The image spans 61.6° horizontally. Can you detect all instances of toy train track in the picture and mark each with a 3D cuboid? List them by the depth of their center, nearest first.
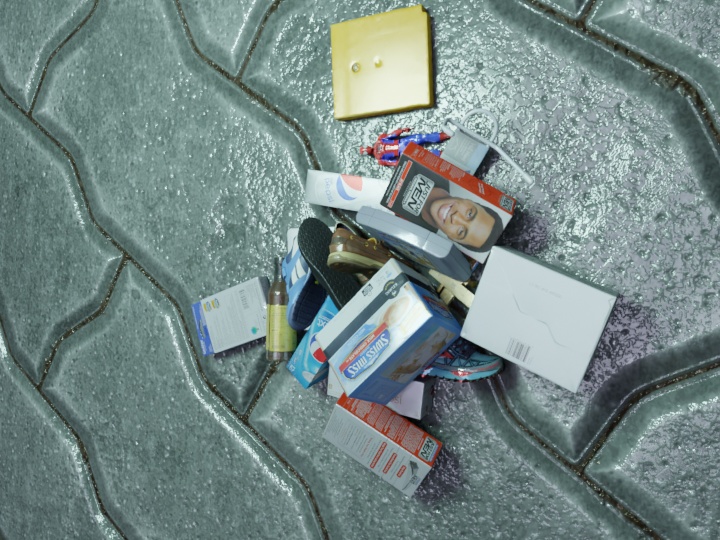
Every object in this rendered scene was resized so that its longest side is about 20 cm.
[{"bbox_3d":[0.193,-0.005,1.056,0.115,0.032,0.202,42,105,37],"label":"toy train track"}]

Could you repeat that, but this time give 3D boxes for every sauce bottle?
[{"bbox_3d":[-0.155,0.076,1.204,0.063,0.064,0.206,3,91,26],"label":"sauce bottle"}]

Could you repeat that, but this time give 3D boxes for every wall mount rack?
[{"bbox_3d":[0.185,-0.155,1.011,0.171,0.075,0.202,29,125,0],"label":"wall mount rack"}]

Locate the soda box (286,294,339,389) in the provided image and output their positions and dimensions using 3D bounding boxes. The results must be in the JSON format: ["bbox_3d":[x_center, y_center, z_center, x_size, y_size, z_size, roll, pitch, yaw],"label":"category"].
[{"bbox_3d":[-0.063,0.130,1.151,0.064,0.067,0.202,43,122,19],"label":"soda box"}]

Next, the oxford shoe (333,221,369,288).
[{"bbox_3d":[0.000,0.000,1.124,0.070,0.074,0.203,-32,79,6],"label":"oxford shoe"}]

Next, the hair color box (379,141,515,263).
[{"bbox_3d":[0.140,-0.110,0.977,0.197,0.062,0.103,29,125,3],"label":"hair color box"}]

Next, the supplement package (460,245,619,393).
[{"bbox_3d":[0.286,0.071,0.968,0.197,0.110,0.159,25,103,24],"label":"supplement package"}]

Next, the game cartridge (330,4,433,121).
[{"bbox_3d":[0.038,-0.380,1.119,0.195,0.032,0.182,-1,92,25],"label":"game cartridge"}]

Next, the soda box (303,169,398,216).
[{"bbox_3d":[-0.006,-0.144,1.130,0.195,0.068,0.065,13,98,26],"label":"soda box"}]

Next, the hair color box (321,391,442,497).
[{"bbox_3d":[0.037,0.306,1.092,0.197,0.064,0.112,33,132,10],"label":"hair color box"}]

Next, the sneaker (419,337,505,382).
[{"bbox_3d":[0.155,0.141,1.057,0.195,0.079,0.099,2,91,27],"label":"sneaker"}]

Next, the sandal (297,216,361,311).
[{"bbox_3d":[-0.061,-0.001,1.094,0.204,0.074,0.048,62,148,13],"label":"sandal"}]

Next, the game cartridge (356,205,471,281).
[{"bbox_3d":[0.087,-0.048,1.035,0.197,0.133,0.042,26,88,35],"label":"game cartridge"}]

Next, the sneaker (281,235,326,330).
[{"bbox_3d":[-0.110,0.016,1.157,0.081,0.074,0.205,-3,66,36],"label":"sneaker"}]

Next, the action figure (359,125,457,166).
[{"bbox_3d":[0.087,-0.223,1.092,0.195,0.051,0.067,1,98,29],"label":"action figure"}]

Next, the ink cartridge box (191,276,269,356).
[{"bbox_3d":[-0.268,0.100,1.292,0.196,0.042,0.122,-20,84,24],"label":"ink cartridge box"}]

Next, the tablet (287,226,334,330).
[{"bbox_3d":[-0.091,0.017,1.212,0.127,0.014,0.206,0,93,27],"label":"tablet"}]

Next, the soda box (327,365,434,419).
[{"bbox_3d":[0.036,0.215,1.129,0.195,0.063,0.070,9,96,27],"label":"soda box"}]

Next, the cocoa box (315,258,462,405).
[{"bbox_3d":[0.049,0.109,1.023,0.200,0.133,0.132,-45,55,14],"label":"cocoa box"}]

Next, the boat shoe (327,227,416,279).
[{"bbox_3d":[0.028,-0.023,1.057,0.071,0.197,0.070,-14,67,46],"label":"boat shoe"}]
